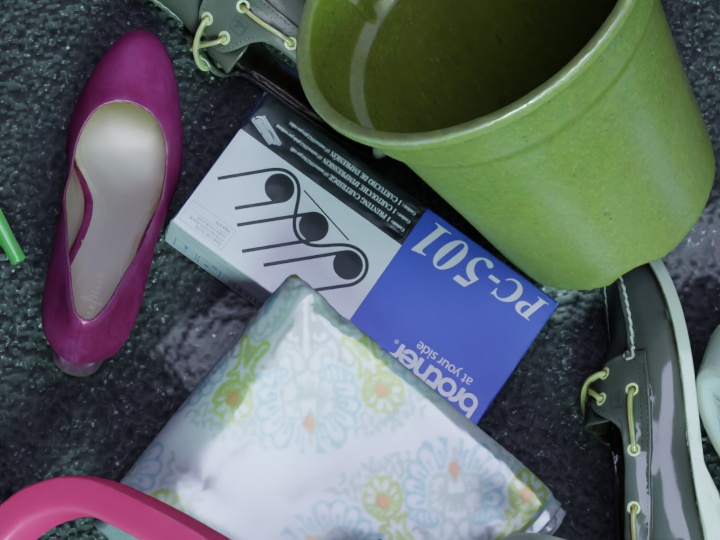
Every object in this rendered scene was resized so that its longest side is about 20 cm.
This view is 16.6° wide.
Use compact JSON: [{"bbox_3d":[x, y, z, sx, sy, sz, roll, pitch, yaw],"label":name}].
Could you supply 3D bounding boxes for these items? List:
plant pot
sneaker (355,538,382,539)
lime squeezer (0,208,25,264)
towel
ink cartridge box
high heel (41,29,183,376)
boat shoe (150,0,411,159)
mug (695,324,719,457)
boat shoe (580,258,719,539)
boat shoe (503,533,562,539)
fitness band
[{"bbox_3d":[0.096,-0.094,1.307,0.199,0.184,0.201,-19,47,21],"label":"plant pot"},{"bbox_3d":[0.021,0.162,1.197,0.199,0.080,0.075,-18,83,29],"label":"sneaker"},{"bbox_3d":[-0.208,-0.105,1.352,0.070,0.038,0.202,19,67,-38],"label":"lime squeezer"},{"bbox_3d":[-0.014,0.130,1.294,0.200,0.048,0.171,40,84,-2],"label":"towel"},{"bbox_3d":[0.000,0.000,1.352,0.199,0.044,0.094,36,73,0],"label":"ink cartridge box"},{"bbox_3d":[-0.132,-0.046,1.311,0.067,0.096,0.201,17,72,-5],"label":"high heel"},{"bbox_3d":[-0.058,-0.133,1.364,0.201,0.072,0.061,30,66,-6],"label":"boat shoe"},{"bbox_3d":[0.275,0.071,1.331,0.152,0.149,0.187,-27,80,-16],"label":"mug"},{"bbox_3d":[0.152,0.084,1.343,0.060,0.072,0.203,-8,70,-5],"label":"boat shoe"},{"bbox_3d":[0.131,0.203,1.277,0.201,0.060,0.072,38,74,-17],"label":"boat shoe"},{"bbox_3d":[-0.120,0.186,1.232,0.199,0.037,0.145,23,90,31],"label":"fitness band"}]
